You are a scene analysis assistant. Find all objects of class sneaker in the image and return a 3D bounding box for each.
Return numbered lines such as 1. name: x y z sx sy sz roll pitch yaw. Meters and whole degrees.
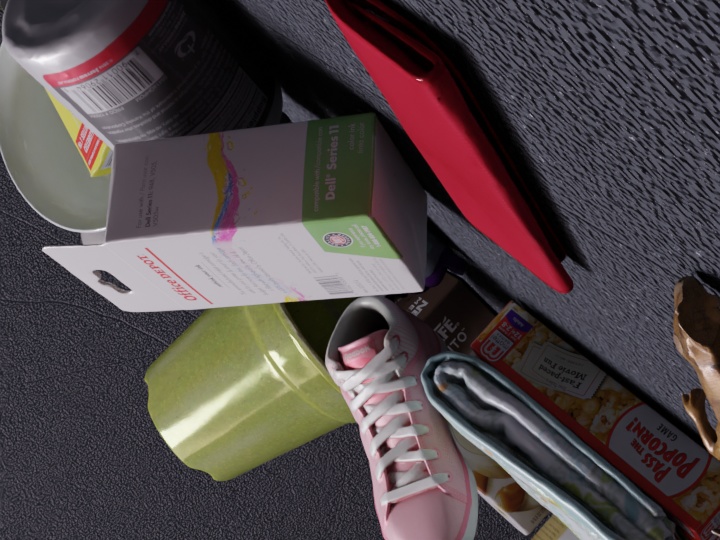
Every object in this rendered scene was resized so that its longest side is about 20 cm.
1. sneaker: 0.000 0.000 0.974 0.087 0.074 0.200 34 162 -15
2. sneaker: 0.021 0.104 0.909 0.105 0.075 0.200 44 -149 -44

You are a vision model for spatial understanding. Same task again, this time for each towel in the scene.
1. towel: 0.138 0.145 0.879 0.200 0.048 0.171 41 174 35

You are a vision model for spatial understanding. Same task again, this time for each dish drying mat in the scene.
1. dish drying mat: 0.044 -0.053 0.579 0.077 0.018 0.200 41 177 34

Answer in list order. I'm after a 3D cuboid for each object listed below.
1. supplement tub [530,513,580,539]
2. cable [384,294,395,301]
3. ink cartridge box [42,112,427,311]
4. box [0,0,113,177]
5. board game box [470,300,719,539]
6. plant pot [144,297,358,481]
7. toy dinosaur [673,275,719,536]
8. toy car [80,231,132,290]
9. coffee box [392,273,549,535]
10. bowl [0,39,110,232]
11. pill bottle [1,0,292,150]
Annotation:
1. supplement tub: 0.194 0.249 1.022 0.145 0.200 0.145 42 176 3
2. cable: 0.095 0.074 1.203 0.163 0.051 0.200 41 175 22
3. ink cartridge box: -0.071 -0.029 0.775 0.200 0.067 0.117 -5 157 17
4. box: -0.206 -0.170 0.937 0.200 0.050 0.075 59 143 14
5. board game box: 0.179 0.119 0.885 0.200 0.046 0.152 40 175 38
6. plant pot: -0.086 0.088 1.180 0.200 0.184 0.200 45 -158 -24
7. toy dinosaur: 0.177 0.089 0.497 0.200 0.060 0.106 42 175 2
8. toy car: -0.148 -0.067 1.174 0.150 0.175 0.200 6 164 16
9. coffee box: 0.096 0.106 1.081 0.200 0.114 0.080 43 176 -19
10. bowl: -0.185 -0.131 1.022 0.201 0.201 0.090 41 -155 24
11. pill bottle: -0.118 -0.115 0.823 0.111 0.111 0.200 38 174 45
